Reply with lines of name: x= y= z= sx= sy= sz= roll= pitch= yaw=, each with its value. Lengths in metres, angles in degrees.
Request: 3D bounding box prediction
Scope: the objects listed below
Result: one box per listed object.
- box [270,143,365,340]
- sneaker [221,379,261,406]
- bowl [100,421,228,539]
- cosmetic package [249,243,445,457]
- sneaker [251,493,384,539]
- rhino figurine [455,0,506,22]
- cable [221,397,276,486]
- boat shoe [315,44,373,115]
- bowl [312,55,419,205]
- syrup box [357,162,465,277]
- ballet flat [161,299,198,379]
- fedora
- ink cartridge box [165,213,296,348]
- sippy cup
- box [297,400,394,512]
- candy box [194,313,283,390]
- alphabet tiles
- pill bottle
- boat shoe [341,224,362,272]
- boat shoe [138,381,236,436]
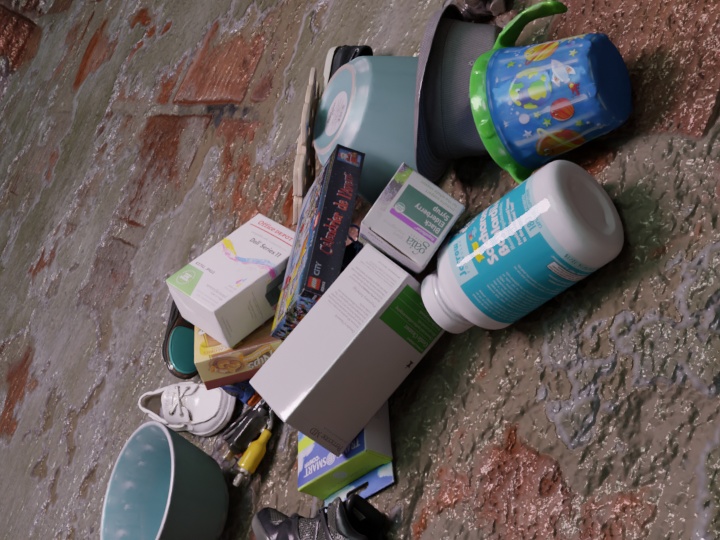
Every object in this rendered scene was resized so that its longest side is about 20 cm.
box: x=-0.050 y=-0.030 z=1.307 sx=0.137 sy=0.038 sz=0.200 roll=130 pitch=156 yaw=-57
sneaker: x=-0.184 y=0.107 z=1.515 sx=0.075 sy=0.078 sz=0.200 roll=-58 pitch=34 yaw=7
bowl: x=-0.240 y=0.301 z=1.416 sx=0.201 sy=0.105 sz=0.201 roll=-35 pitch=46 yaw=45
cosmetic package: x=-0.009 y=0.086 z=1.195 sx=0.200 sy=0.108 sz=0.085 roll=-51 pitch=44 yaw=-1
sneaker: x=-0.038 y=0.283 z=1.204 sx=0.199 sy=0.076 sz=0.114 roll=21 pitch=84 yaw=54
rhino figurine: x=0.152 y=-0.342 z=1.367 sx=0.200 sy=0.060 sz=0.088 roll=-48 pitch=17 yaw=24
cable: x=-0.112 y=0.181 z=1.422 sx=0.200 sy=0.050 sz=0.097 roll=-50 pitch=19 yaw=-1
boat shoe: x=-0.012 y=-0.221 z=1.508 sx=0.066 sy=0.074 sz=0.200 roll=-9 pitch=58 yaw=30
bowl: x=0.012 y=-0.185 z=1.381 sx=0.201 sy=0.105 sz=0.201 roll=-46 pitch=35 yaw=46
syrup box: x=0.051 y=-0.048 z=1.198 sx=0.082 sy=0.079 sz=0.200 roll=-55 pitch=-2 yaw=-5
ballet flat: x=-0.259 y=0.097 z=1.647 sx=0.068 sy=0.068 sz=0.200 roll=-50 pitch=24 yaw=37
fedora: x=0.126 y=-0.197 z=1.255 sx=0.090 sy=0.177 sz=0.201 roll=5 pitch=87 yaw=21
ink cartridge box: x=-0.132 y=-0.002 z=1.423 sx=0.200 sy=0.067 sz=0.117 roll=-38 pitch=41 yaw=-24
sippy cup: x=0.202 y=-0.179 z=1.140 sx=0.130 sy=0.178 sz=0.140 roll=-15 pitch=19 yaw=36
box: x=-0.020 y=0.168 z=1.279 sx=0.122 sy=0.048 sz=0.200 roll=-37 pitch=41 yaw=36
candy box: x=-0.155 y=0.059 z=1.460 sx=0.115 sy=0.055 sz=0.200 roll=-15 pitch=37 yaw=4
alphabet tiles: x=-0.072 y=-0.158 z=1.473 sx=0.200 sy=0.015 sz=0.196 roll=-84 pitch=-3 yaw=-45
pill bottle: x=0.152 y=-0.013 z=1.103 sx=0.200 sy=0.111 sz=0.111 roll=-37 pitch=42 yaw=34
boat shoe: x=0.000 y=0.000 z=1.342 sx=0.200 sy=0.069 sz=0.084 roll=-57 pitch=34 yaw=11
boat shoe: x=-0.248 y=0.190 z=1.555 sx=0.200 sy=0.069 sz=0.071 roll=-16 pitch=55 yaw=49
